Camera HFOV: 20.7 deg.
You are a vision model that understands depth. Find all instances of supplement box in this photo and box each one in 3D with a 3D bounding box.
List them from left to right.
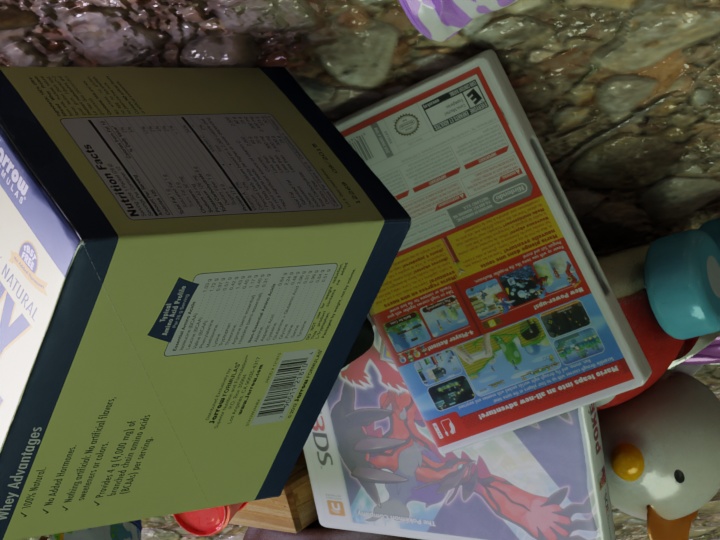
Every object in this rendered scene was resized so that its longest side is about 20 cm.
[{"bbox_3d":[-0.117,0.014,1.010,0.198,0.134,0.201,-4,132,-40],"label":"supplement box"}]

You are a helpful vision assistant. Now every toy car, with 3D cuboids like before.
[{"bbox_3d":[0.170,0.087,1.218,0.183,0.202,0.176,-16,180,30],"label":"toy car"}]

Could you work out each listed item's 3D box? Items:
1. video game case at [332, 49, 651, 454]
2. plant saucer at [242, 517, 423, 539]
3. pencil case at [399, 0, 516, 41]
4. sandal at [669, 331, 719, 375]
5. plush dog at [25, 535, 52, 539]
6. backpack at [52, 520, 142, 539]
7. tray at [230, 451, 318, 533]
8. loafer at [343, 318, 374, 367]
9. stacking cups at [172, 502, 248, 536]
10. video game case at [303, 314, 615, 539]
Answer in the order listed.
[{"bbox_3d":[0.059,-0.006,1.101,0.142,0.201,0.017,-22,-171,33],"label":"video game case"},{"bbox_3d":[0.006,0.160,1.344,0.198,0.037,0.201,-15,-165,4],"label":"plant saucer"},{"bbox_3d":[0.103,-0.161,0.879,0.198,0.084,0.086,-15,135,21],"label":"pencil case"},{"bbox_3d":[0.222,0.062,1.389,0.200,0.050,0.083,-6,152,8],"label":"sandal"},{"bbox_3d":[-0.282,0.114,1.281,0.160,0.201,0.171,30,140,-25],"label":"plush dog"},{"bbox_3d":[-0.268,0.215,1.513,0.199,0.148,0.182,-21,149,37],"label":"backpack"},{"bbox_3d":[-0.083,0.137,1.380,0.199,0.037,0.098,-1,-159,46],"label":"tray"},{"bbox_3d":[-0.080,0.050,1.178,0.199,0.073,0.073,-29,156,26],"label":"loafer"},{"bbox_3d":[-0.069,0.113,1.293,0.060,0.200,0.061,6,115,13],"label":"stacking cups"},{"bbox_3d":[0.048,0.086,1.185,0.198,0.023,0.184,3,120,27],"label":"video game case"}]
